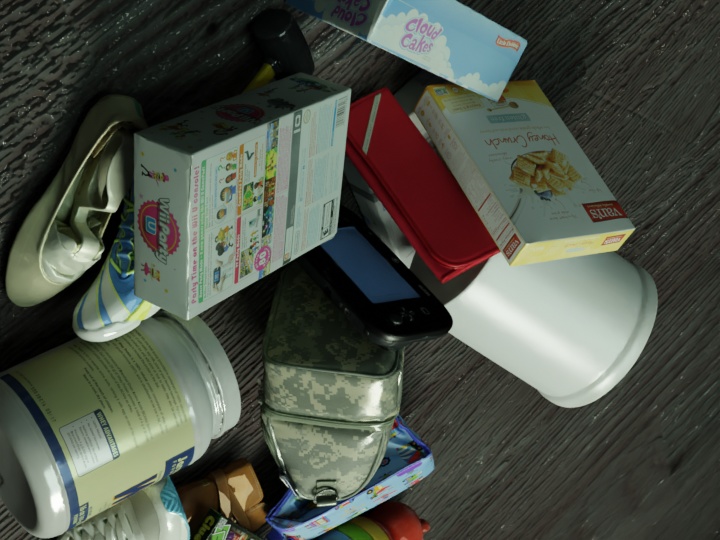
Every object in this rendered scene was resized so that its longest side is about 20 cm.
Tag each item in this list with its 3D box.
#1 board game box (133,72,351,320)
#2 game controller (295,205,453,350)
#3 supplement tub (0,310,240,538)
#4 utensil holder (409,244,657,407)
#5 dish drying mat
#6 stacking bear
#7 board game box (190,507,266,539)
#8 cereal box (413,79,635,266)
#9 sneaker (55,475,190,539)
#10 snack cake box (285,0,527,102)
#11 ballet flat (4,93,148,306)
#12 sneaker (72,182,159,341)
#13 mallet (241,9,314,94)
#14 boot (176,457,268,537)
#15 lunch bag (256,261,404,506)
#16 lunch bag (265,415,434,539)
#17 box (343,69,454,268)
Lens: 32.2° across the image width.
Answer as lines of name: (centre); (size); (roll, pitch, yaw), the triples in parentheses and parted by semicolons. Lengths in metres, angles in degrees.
board game box: (-0.096, -0.067, 1.034); (0.200, 0.064, 0.148); (-31, 136, -48)
game controller: (0.000, 0.000, 1.179); (0.104, 0.200, 0.042); (-15, 139, -37)
supplement tub: (-0.220, 0.125, 1.082); (0.200, 0.145, 0.145); (-26, 133, -31)
utensil holder: (0.172, 0.021, 1.273); (0.200, 0.170, 0.170); (32, 93, -24)
dish drying mat: (0.050, -0.083, 1.174); (0.077, 0.200, 0.018); (-28, 161, -23)
stacking bear: (-0.001, 0.347, 1.498); (0.200, 0.121, 0.114); (-27, 109, -44)
board game box: (-0.131, 0.326, 1.312); (0.105, 0.023, 0.200); (-55, 144, -9)
cereal box: (0.156, -0.098, 1.197); (0.144, 0.200, 0.040); (-9, 147, -35)
sneaker: (-0.223, 0.247, 1.158); (0.081, 0.077, 0.200); (-12, 161, -38)
snack cake box: (0.045, -0.225, 1.130); (0.200, 0.115, 0.067); (14, 106, -49)
ballet flat: (-0.227, -0.048, 1.016); (0.069, 0.069, 0.200); (15, 105, -50)
sneaker: (-0.188, -0.036, 1.061); (0.200, 0.076, 0.105); (-51, 133, -30)
mallet: (-0.108, -0.142, 1.055); (0.200, 0.041, 0.066); (-52, 143, -31)
boot: (-0.168, 0.301, 1.330); (0.155, 0.077, 0.200); (-31, 128, -33)
lunch bag: (-0.025, 0.108, 1.224); (0.139, 0.200, 0.168); (3, 124, 3)
lunch bag: (-0.020, 0.242, 1.392); (0.200, 0.094, 0.151); (-40, 165, -6)
box: (0.067, -0.101, 1.300); (0.156, 0.041, 0.200); (-44, 139, -16)
